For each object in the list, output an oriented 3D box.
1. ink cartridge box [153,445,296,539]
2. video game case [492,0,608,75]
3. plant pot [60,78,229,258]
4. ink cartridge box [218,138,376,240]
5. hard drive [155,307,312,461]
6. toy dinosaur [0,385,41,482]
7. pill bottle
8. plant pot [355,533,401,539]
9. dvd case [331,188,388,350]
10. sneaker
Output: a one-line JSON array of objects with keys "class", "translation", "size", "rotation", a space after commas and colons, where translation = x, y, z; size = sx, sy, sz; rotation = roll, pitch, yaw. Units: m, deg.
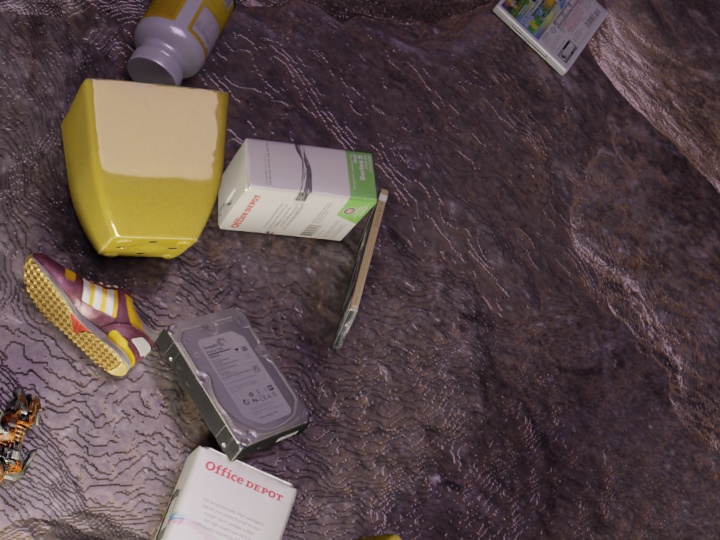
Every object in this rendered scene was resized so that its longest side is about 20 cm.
[{"class": "ink cartridge box", "translation": [-0.185, 0.350, 1.313], "size": [0.147, 0.086, 0.201], "rotation": [28, 58, -14]}, {"class": "video game case", "translation": [0.364, -0.493, 1.960], "size": [0.182, 0.022, 0.200], "rotation": [41, 59, -6]}, {"class": "plant pot", "translation": [-0.294, -0.125, 1.398], "size": [0.194, 0.194, 0.202], "rotation": [2, 78, -25]}, {"class": "ink cartridge box", "translation": [-0.096, -0.115, 1.509], "size": [0.198, 0.145, 0.085], "rotation": [5, 66, -24]}, {"class": "hard drive", "translation": [-0.169, 0.147, 1.385], "size": [0.139, 0.038, 0.201], "rotation": [-13, 60, -48]}, {"class": "toy dinosaur", "translation": [-0.463, 0.220, 1.231], "size": [0.136, 0.102, 0.201], "rotation": [44, 34, -23]}, {"class": "pill bottle", "translation": [-0.271, -0.362, 1.544], "size": [0.111, 0.112, 0.201], "rotation": [30, 60, -12]}, {"class": "plant pot", "translation": [-0.002, 0.469, 1.300], "size": [0.175, 0.200, 0.201], "rotation": [-27, 83, -21]}, {"class": "dvd case", "translation": [0.000, 0.000, 1.508], "size": [0.016, 0.149, 0.202], "rotation": [16, 62, -4]}, {"class": "sneaker", "translation": [-0.358, 0.044, 1.368], "size": [0.200, 0.075, 0.090], "rotation": [49, 49, -8]}]
